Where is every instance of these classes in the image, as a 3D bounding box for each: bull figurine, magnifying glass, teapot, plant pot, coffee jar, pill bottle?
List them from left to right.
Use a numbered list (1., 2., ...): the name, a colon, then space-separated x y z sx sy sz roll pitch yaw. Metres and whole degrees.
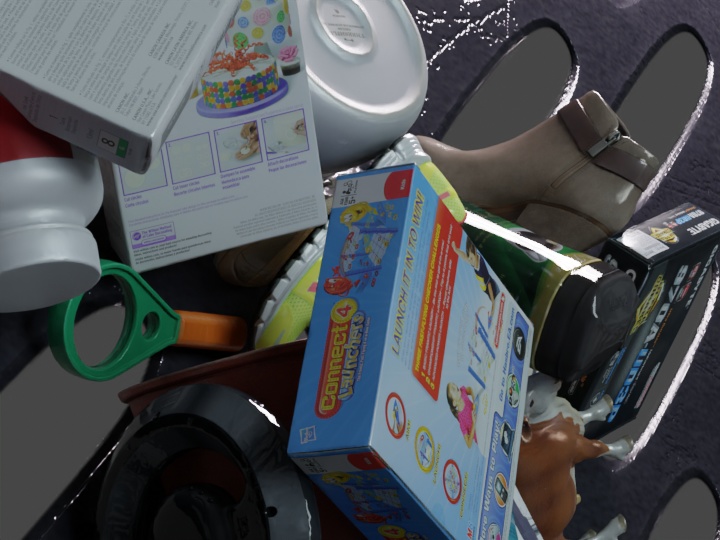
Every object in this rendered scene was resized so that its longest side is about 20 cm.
1. pill bottle: -0.227 -0.082 1.500 0.112 0.112 0.201 7 62 -50
2. magnifying glass: -0.142 0.037 1.606 0.200 0.022 0.080 9 92 -55
3. teapot: -0.060 -0.145 1.745 0.200 0.146 0.198 39 40 -21
4. plant pot: -0.040 0.152 1.548 0.200 0.200 0.196 -7 81 -54
5. coffee jar: 0.102 0.009 1.749 0.200 0.086 0.104 25 20 23
6. bull figurine: 0.144 0.155 1.802 0.121 0.201 0.065 -5 26 -26

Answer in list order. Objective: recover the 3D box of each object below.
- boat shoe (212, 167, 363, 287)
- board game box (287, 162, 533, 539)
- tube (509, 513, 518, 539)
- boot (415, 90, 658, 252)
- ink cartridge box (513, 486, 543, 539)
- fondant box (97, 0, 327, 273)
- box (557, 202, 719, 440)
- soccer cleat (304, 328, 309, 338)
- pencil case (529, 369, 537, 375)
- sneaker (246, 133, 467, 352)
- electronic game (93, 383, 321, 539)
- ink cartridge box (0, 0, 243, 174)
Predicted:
1. boat shoe: -0.048 -0.038 1.762 0.200 0.072 0.065 -15 64 -50
2. board game box: 0.037 0.072 1.465 0.196 0.056 0.201 51 40 -46
3. tube: 0.078 0.144 1.676 0.077 0.050 0.201 34 38 -47
4. boot: 0.142 -0.088 1.909 0.200 0.146 0.070 47 5 31
5. ink cartridge box: 0.060 0.207 1.719 0.145 0.084 0.200 -30 92 -55
6. fondant box: -0.110 -0.113 1.595 0.058 0.144 0.201 -133 -148 -60
7. box: 0.214 0.050 1.939 0.046 0.200 0.159 34 27 21
8. soccer cleat: 0.018 0.073 1.708 0.073 0.068 0.200 36 9 -28
9. pencil case: 0.089 0.052 1.867 0.201 0.078 0.089 65 11 2
10. sneaker: 0.000 0.000 1.676 0.090 0.078 0.200 42 79 -3
11. electronic game: -0.096 0.169 1.437 0.042 0.200 0.201 4 64 -45
12. ink cartridge box: -0.188 -0.166 1.469 0.199 0.050 0.161 24 55 3
